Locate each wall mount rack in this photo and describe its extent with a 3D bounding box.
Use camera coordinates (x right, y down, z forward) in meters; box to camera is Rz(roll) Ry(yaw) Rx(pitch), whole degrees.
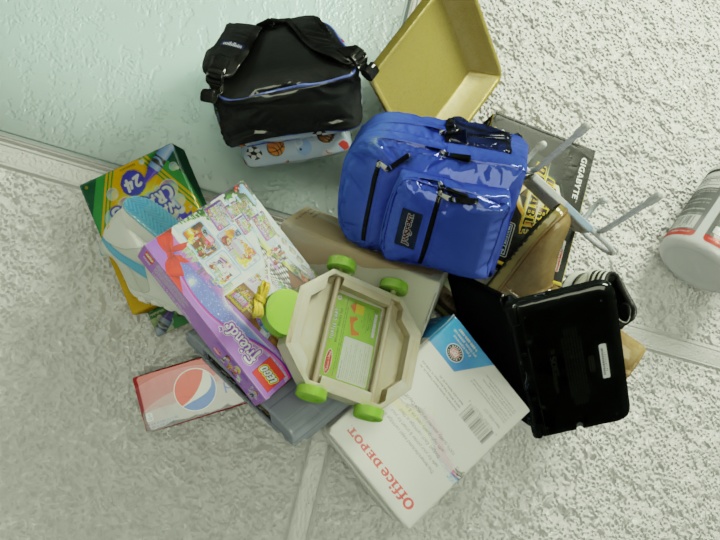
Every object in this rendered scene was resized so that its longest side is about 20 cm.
[{"bbox_3d":[0.269,-0.106,0.894,0.200,0.174,0.075,40,92,-5],"label":"wall mount rack"}]

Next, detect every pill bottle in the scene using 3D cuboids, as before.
[{"bbox_3d":[0.520,-0.078,1.020,0.116,0.116,0.200,40,78,-4],"label":"pill bottle"}]

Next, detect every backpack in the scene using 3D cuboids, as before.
[{"bbox_3d":[-0.090,-0.226,0.885,0.198,0.155,0.191,-7,46,-7],"label":"backpack"},{"bbox_3d":[0.072,-0.088,0.812,0.198,0.168,0.164,16,119,5],"label":"backpack"}]

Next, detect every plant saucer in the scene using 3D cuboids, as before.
[{"bbox_3d":[0.091,-0.256,0.945,0.048,0.200,0.201,26,74,38],"label":"plant saucer"}]

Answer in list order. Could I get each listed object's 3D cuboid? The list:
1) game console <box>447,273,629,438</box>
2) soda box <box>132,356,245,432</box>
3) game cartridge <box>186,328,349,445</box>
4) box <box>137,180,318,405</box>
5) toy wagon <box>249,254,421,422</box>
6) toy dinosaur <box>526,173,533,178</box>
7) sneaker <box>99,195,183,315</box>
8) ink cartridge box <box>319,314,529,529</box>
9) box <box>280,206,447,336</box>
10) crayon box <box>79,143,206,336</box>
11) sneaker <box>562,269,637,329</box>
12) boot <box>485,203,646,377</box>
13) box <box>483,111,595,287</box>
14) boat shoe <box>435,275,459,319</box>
[{"bbox_3d":[0.213,0.087,0.872,0.174,0.117,0.201,-14,120,9],"label":"game console"},{"bbox_3d":[-0.167,0.133,0.881,0.198,0.063,0.071,-16,86,-12],"label":"soda box"},{"bbox_3d":[-0.090,0.095,0.829,0.133,0.041,0.200,-32,52,-32],"label":"game cartridge"},{"bbox_3d":[-0.119,0.021,0.775,0.137,0.039,0.200,-39,92,-33],"label":"box"},{"bbox_3d":[-0.027,0.063,0.762,0.199,0.040,0.156,23,65,-22],"label":"toy wagon"},{"bbox_3d":[0.120,-0.111,0.932,0.198,0.103,0.077,-9,48,14],"label":"toy dinosaur"},{"bbox_3d":[-0.205,0.011,0.819,0.200,0.077,0.081,45,114,0],"label":"sneaker"},{"bbox_3d":[0.065,0.176,0.880,0.200,0.145,0.148,-39,93,-14],"label":"ink cartridge box"},{"bbox_3d":[0.000,0.000,0.879,0.199,0.095,0.078,21,111,8],"label":"box"},{"bbox_3d":[-0.237,-0.034,0.877,0.125,0.052,0.201,-24,89,3],"label":"crayon box"},{"bbox_3d":[0.295,0.091,0.953,0.075,0.115,0.202,16,80,-9],"label":"sneaker"},{"bbox_3d":[0.263,0.041,0.889,0.200,0.066,0.176,38,117,5],"label":"boot"},{"bbox_3d":[0.221,-0.095,0.997,0.158,0.049,0.202,19,80,-7],"label":"box"},{"bbox_3d":[0.108,0.009,0.958,0.200,0.072,0.076,44,60,-10],"label":"boat shoe"}]
